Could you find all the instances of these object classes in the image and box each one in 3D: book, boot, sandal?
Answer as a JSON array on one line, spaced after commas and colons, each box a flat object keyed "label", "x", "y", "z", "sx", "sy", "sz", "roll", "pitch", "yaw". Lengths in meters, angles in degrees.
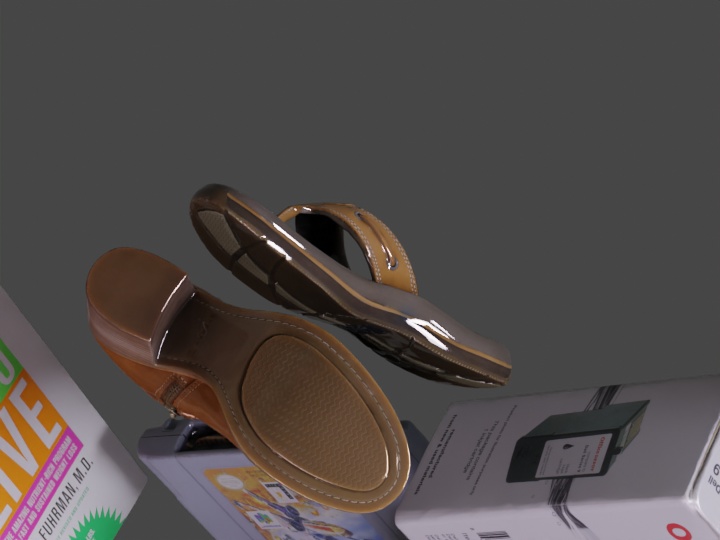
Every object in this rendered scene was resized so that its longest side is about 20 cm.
[{"label": "book", "x": -0.214, "y": 0.111, "z": 1.560, "sx": 0.048, "sy": 0.134, "sz": 0.200, "roll": 1, "pitch": 139, "yaw": 37}, {"label": "boot", "x": -0.057, "y": 0.070, "z": 1.397, "sx": 0.199, "sy": 0.077, "sz": 0.155, "roll": 29, "pitch": 167, "yaw": 10}, {"label": "sandal", "x": 0.000, "y": 0.000, "z": 1.314, "sx": 0.199, "sy": 0.055, "sz": 0.082, "roll": 28, "pitch": 166, "yaw": -27}]

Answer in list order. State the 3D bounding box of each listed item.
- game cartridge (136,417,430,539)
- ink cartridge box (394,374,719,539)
[{"label": "game cartridge", "x": -0.022, "y": 0.133, "z": 1.536, "sx": 0.199, "sy": 0.042, "sz": 0.133, "roll": -7, "pitch": 129, "yaw": 44}, {"label": "ink cartridge box", "x": 0.142, "y": 0.134, "z": 1.360, "sx": 0.199, "sy": 0.084, "sz": 0.146, "roll": -9, "pitch": 133, "yaw": 45}]
